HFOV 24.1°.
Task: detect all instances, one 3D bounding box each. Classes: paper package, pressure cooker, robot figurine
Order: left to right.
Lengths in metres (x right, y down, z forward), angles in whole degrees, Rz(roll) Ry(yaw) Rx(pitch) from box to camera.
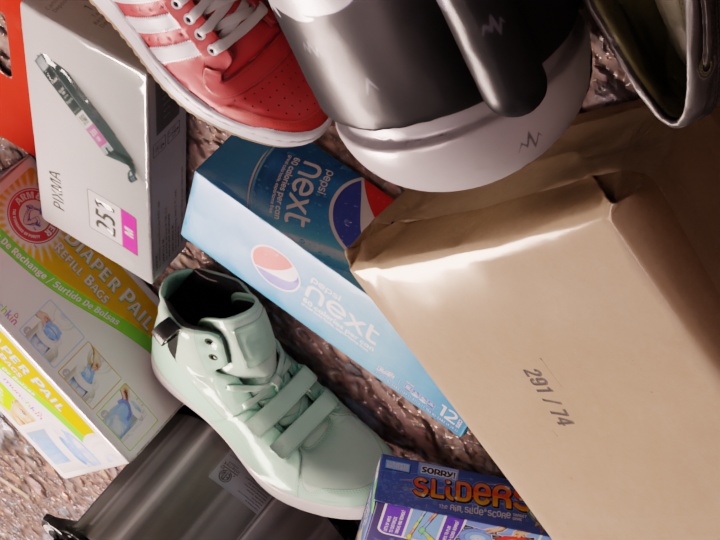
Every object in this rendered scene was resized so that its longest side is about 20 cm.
[{"bbox_3d":[-0.121,0.212,1.173,0.176,0.200,0.179,16,148,45],"label":"pressure cooker"},{"bbox_3d":[0.024,-0.129,0.708,0.125,0.150,0.200,-8,125,30],"label":"robot figurine"},{"bbox_3d":[0.127,0.029,0.806,0.191,0.103,0.200,-12,120,52],"label":"paper package"}]

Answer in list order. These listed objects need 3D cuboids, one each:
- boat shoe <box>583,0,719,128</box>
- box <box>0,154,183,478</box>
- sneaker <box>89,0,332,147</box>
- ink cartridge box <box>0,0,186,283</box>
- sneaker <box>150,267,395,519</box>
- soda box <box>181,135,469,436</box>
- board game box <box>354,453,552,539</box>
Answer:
[{"bbox_3d":[0.103,-0.146,0.654,0.072,0.066,0.201,-2,128,48],"label":"boat shoe"},{"bbox_3d":[-0.217,0.035,1.170,0.200,0.101,0.112,49,147,-14],"label":"box"},{"bbox_3d":[-0.082,-0.152,0.835,0.200,0.071,0.112,42,151,2],"label":"sneaker"},{"bbox_3d":[-0.185,-0.103,1.028,0.173,0.044,0.200,29,146,15],"label":"ink cartridge box"},{"bbox_3d":[-0.057,0.078,1.076,0.200,0.074,0.118,34,153,15],"label":"sneaker"},{"bbox_3d":[0.000,0.000,0.938,0.200,0.064,0.068,35,147,9],"label":"soda box"},{"bbox_3d":[0.061,0.193,1.082,0.135,0.034,0.200,12,144,-2],"label":"board game box"}]
